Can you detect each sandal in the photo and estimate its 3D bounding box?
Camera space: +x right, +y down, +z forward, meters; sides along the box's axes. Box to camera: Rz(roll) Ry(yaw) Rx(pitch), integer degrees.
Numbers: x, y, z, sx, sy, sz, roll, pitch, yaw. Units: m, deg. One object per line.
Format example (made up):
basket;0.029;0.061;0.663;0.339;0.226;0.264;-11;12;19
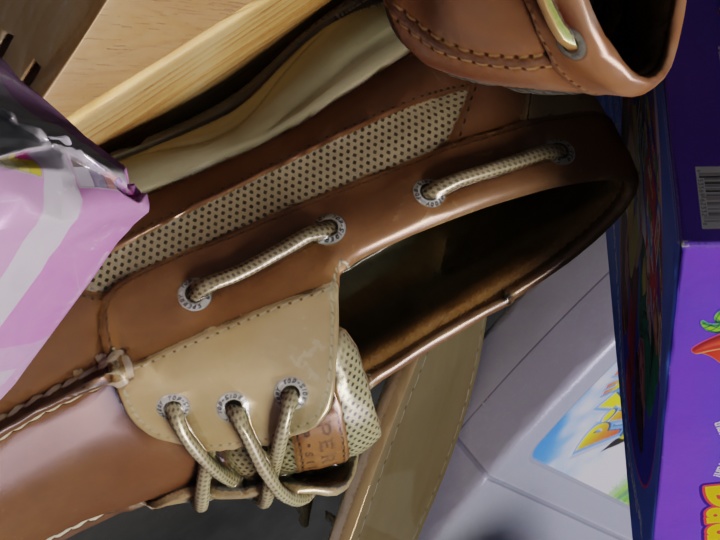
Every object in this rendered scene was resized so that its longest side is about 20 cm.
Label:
sandal;0.001;0.001;0.828;0.213;0.069;0.078;-68;164;0

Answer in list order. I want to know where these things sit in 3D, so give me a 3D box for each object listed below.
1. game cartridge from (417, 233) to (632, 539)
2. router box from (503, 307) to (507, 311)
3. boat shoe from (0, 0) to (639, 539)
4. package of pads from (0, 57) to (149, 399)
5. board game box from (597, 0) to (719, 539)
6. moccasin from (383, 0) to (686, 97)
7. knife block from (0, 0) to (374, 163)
game cartridge;0.093;0.022;0.902;0.200;0.041;0.133;-45;148;10
router box;0.137;-0.076;0.914;0.179;0.049;0.201;-28;150;-29
boat shoe;-0.026;0.012;0.638;0.200;0.074;0.076;-38;153;-12
package of pads;-0.142;0.021;0.581;0.200;0.121;0.076;-53;152;17
board game box;0.084;-0.034;0.698;0.044;0.201;0.135;-1;138;0
moccasin;0.037;-0.134;0.584;0.073;0.078;0.203;-8;104;-40
knife block;-0.033;-0.056;0.684;0.175;0.064;0.200;1;129;-55
